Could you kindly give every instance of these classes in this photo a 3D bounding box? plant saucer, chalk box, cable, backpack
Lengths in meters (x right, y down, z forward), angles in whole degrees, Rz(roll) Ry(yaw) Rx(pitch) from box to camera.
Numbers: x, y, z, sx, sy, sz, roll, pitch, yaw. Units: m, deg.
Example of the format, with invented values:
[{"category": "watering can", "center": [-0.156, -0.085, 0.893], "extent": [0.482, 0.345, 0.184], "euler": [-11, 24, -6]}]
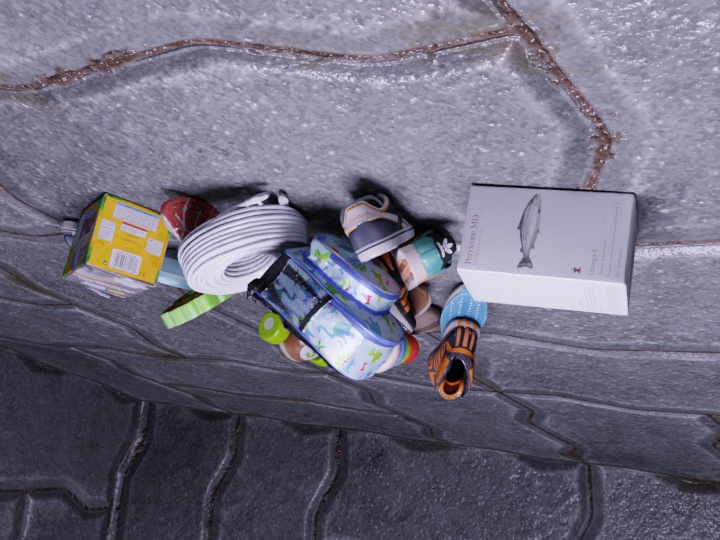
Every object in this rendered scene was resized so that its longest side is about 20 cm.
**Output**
[{"category": "plant saucer", "center": [-0.357, -0.006, 1.725], "extent": [0.199, 0.028, 0.200], "euler": [11, 163, 3]}, {"category": "chalk box", "center": [-0.417, -0.034, 1.521], "extent": [0.124, 0.125, 0.200], "euler": [20, 162, -28]}, {"category": "cable", "center": [-0.168, -0.029, 1.334], "extent": [0.199, 0.070, 0.200], "euler": [-23, 161, 10]}, {"category": "backpack", "center": [-0.027, 0.047, 1.275], "extent": [0.200, 0.147, 0.183], "euler": [46, -166, 12]}]

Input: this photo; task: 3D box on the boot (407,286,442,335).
[{"category": "boot", "center": [0.100, 0.075, 1.621], "extent": [0.146, 0.071, 0.199], "euler": [16, 162, -37]}]

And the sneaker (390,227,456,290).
[{"category": "sneaker", "center": [0.093, -0.018, 1.302], "extent": [0.079, 0.072, 0.200], "euler": [-25, -177, -4]}]

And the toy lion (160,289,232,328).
[{"category": "toy lion", "center": [-0.263, 0.041, 1.544], "extent": [0.200, 0.191, 0.069], "euler": [-16, 106, 57]}]

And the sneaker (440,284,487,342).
[{"category": "sneaker", "center": [0.177, 0.077, 1.551], "extent": [0.076, 0.081, 0.201], "euler": [13, 143, 4]}]

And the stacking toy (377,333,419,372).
[{"category": "stacking toy", "center": [0.053, 0.133, 1.570], "extent": [0.085, 0.086, 0.200], "euler": [6, 178, 19]}]

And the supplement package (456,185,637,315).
[{"category": "supplement package", "center": [0.233, -0.025, 1.111], "extent": [0.199, 0.118, 0.117], "euler": [5, 162, 20]}]

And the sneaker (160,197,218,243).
[{"category": "sneaker", "center": [-0.258, -0.055, 1.421], "extent": [0.082, 0.078, 0.200], "euler": [9, 161, 26]}]

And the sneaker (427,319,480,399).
[{"category": "sneaker", "center": [0.148, 0.177, 1.527], "extent": [0.077, 0.113, 0.201], "euler": [13, 144, 4]}]

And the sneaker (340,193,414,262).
[{"category": "sneaker", "center": [0.024, -0.063, 1.221], "extent": [0.078, 0.080, 0.200], "euler": [-26, 180, 8]}]

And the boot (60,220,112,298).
[{"category": "boot", "center": [-0.500, -0.017, 1.676], "extent": [0.072, 0.091, 0.200], "euler": [6, 162, 18]}]

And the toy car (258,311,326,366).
[{"category": "toy car", "center": [-0.045, 0.076, 1.565], "extent": [0.199, 0.159, 0.164], "euler": [-8, 154, 37]}]

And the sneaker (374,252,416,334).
[{"category": "sneaker", "center": [0.057, 0.032, 1.449], "extent": [0.070, 0.090, 0.200], "euler": [24, 167, 33]}]
